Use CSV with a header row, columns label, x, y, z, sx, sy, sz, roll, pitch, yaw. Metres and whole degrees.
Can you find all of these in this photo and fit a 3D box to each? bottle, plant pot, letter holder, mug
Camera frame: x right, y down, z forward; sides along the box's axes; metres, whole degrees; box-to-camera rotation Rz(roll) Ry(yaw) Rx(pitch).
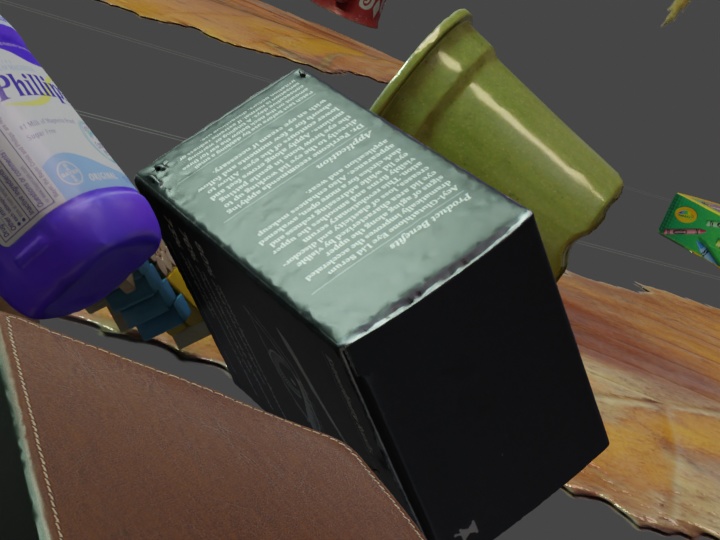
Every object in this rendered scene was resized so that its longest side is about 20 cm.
label,x,y,z,sx,sy,sz,roll,pitch,yaw
bottle,-0.168,-0.073,0.768,0.200,0.065,0.084,52,15,9
plant pot,0.096,-0.069,1.421,0.184,0.200,0.200,36,13,6
letter holder,-0.050,0.110,0.518,0.142,0.101,0.200,20,12,-22
mug,0.013,-0.548,3.280,0.133,0.200,0.178,20,12,-17

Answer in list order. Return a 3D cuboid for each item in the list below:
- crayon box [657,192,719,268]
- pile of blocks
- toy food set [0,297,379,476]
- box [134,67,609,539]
label,x,y,z,sx,sy,sz,roll,pitch,yaw
crayon box,0.467,-0.021,2.162,0.119,0.058,0.200,11,17,-47
pile of blocks,-0.138,-0.004,0.894,0.200,0.062,0.082,52,17,-47
toy food set,-0.107,0.052,0.756,0.200,0.060,0.143,29,13,23
box,0.003,0.018,0.848,0.200,0.104,0.148,37,-24,47
